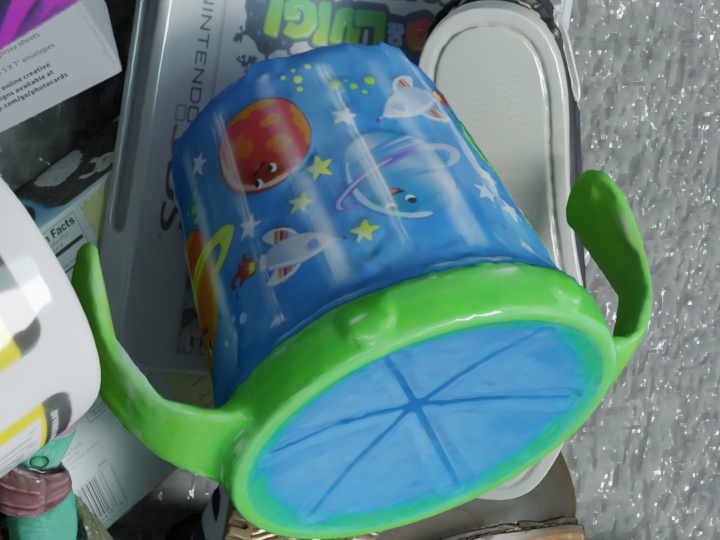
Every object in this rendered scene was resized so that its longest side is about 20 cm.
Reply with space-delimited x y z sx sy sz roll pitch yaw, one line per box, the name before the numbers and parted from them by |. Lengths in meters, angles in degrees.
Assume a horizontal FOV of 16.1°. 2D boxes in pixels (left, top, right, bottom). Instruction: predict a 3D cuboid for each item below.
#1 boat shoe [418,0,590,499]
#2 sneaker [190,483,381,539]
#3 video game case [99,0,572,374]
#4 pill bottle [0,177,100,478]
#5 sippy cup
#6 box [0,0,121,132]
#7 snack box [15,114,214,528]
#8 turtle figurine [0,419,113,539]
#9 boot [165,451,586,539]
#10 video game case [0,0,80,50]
boat shoe | 0.051 -0.012 0.953 0.060 0.074 0.200 -63 152 -63
sneaker | -0.036 0.104 0.930 0.070 0.108 0.200 25 67 -13
video game case | -0.005 -0.049 0.954 0.200 0.024 0.183 6 94 -42
pill bottle | -0.178 0.048 0.688 0.200 0.111 0.111 -37 123 -23
sippy cup | 0.000 0.000 0.852 0.140 0.131 0.178 -37 148 24
box | -0.183 -0.103 0.748 0.156 0.041 0.200 -26 132 5
snack box | -0.070 0.001 0.948 0.200 0.037 0.116 -40 123 -29
turtle figurine | -0.123 0.107 0.847 0.101 0.150 0.200 -11 114 -36
boot | 0.002 0.083 1.032 0.200 0.075 0.097 4 74 -35
video game case | -0.201 -0.093 0.698 0.200 0.036 0.181 -30 134 10
